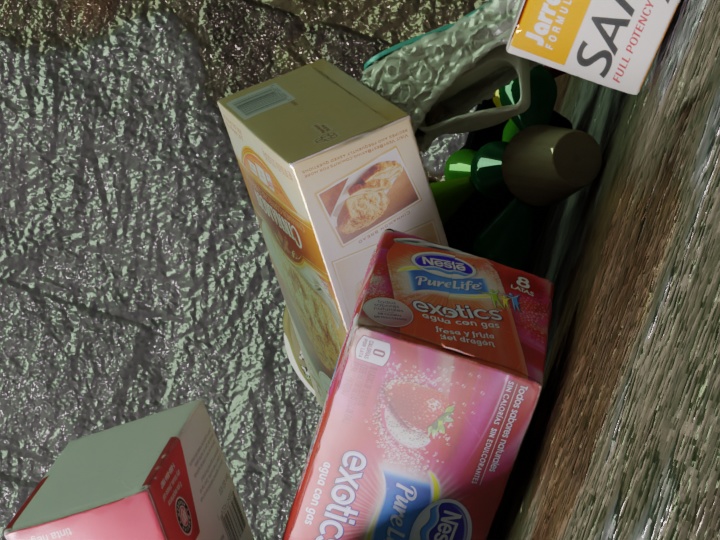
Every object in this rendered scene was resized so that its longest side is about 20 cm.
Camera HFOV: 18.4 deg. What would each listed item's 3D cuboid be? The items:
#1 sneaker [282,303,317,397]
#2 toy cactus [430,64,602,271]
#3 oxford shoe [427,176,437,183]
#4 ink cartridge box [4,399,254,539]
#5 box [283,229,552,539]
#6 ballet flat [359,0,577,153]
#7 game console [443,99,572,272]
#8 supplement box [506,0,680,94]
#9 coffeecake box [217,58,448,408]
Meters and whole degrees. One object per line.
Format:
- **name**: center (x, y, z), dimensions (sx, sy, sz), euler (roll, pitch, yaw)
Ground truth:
- **sneaker**: center (0.019, 0.090, 1.383), dimensions (0.077, 0.201, 0.089), euler (-30, 20, -8)
- **toy cactus**: center (0.096, -0.051, 1.283), dimensions (0.201, 0.102, 0.165), euler (-69, 18, -9)
- **oxford shoe**: center (0.006, -0.021, 1.430), dimensions (0.200, 0.073, 0.071), euler (109, 179, -75)
- **ink cartridge box**: center (-0.096, 0.189, 1.151), dimensions (0.147, 0.082, 0.201), euler (-64, -44, -75)
- **box**: center (0.023, 0.096, 1.122), dimensions (0.100, 0.095, 0.201), euler (-74, 1, -60)
- **ballet flat**: center (0.092, -0.122, 1.228), dimensions (0.199, 0.072, 0.072), euler (-28, 17, 20)
- **game console**: center (0.058, -0.034, 1.477), dimensions (0.176, 0.116, 0.201), euler (-14, 51, 53)
- **supplement box**: center (0.140, -0.205, 1.111), dimensions (0.126, 0.073, 0.201), euler (109, 180, -50)
- **coffeecake box**: center (0.000, 0.000, 1.243), dimensions (0.153, 0.073, 0.201), euler (-138, 28, -65)
